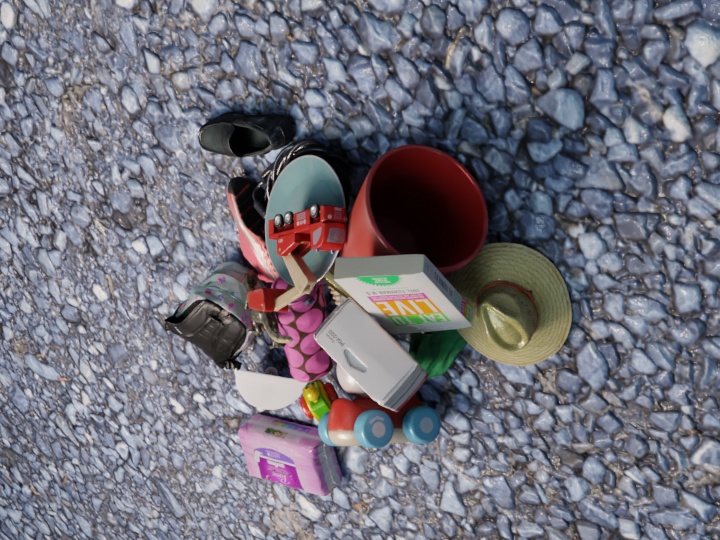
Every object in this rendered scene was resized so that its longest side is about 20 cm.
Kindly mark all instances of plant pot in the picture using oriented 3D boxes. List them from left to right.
[{"bbox_3d":[0.064,-0.055,1.567,0.201,0.200,0.177,47,147,2],"label":"plant pot"}]

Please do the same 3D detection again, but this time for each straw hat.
[{"bbox_3d":[0.212,0.068,1.554,0.197,0.085,0.205,7,115,14],"label":"straw hat"}]

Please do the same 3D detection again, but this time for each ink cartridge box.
[{"bbox_3d":[0.020,0.129,1.599,0.146,0.085,0.200,44,180,13],"label":"ink cartridge box"}]

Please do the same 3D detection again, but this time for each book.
[{"bbox_3d":[0.065,0.031,1.483,0.131,0.049,0.200,-3,156,26],"label":"book"}]

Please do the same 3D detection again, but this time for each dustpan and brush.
[{"bbox_3d":[-0.178,0.232,2.027,0.137,0.058,0.201,10,139,-8],"label":"dustpan and brush"}]

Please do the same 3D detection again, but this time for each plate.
[{"bbox_3d":[-0.080,-0.075,1.646,0.198,0.025,0.204,-6,82,48],"label":"plate"}]

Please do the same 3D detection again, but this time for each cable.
[{"bbox_3d":[-0.089,-0.115,1.709,0.199,0.050,0.165,-34,78,37],"label":"cable"}]

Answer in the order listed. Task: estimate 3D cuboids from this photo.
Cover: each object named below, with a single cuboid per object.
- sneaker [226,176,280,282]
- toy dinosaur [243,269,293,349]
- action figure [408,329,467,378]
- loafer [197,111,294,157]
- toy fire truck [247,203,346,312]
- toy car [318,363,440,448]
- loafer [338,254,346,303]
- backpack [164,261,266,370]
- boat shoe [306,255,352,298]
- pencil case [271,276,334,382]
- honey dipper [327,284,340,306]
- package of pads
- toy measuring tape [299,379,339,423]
[{"bbox_3d":[-0.187,-0.061,1.834,0.086,0.074,0.203,-12,111,44],"label":"sneaker"},{"bbox_3d":[-0.160,0.085,1.802,0.201,0.047,0.089,53,153,42],"label":"toy dinosaur"},{"bbox_3d":[0.114,0.128,1.719,0.116,0.056,0.201,2,147,-10],"label":"action figure"},{"bbox_3d":[-0.197,-0.218,1.737,0.198,0.070,0.069,2,119,38],"label":"loafer"},{"bbox_3d":[-0.094,-0.015,1.601,0.198,0.048,0.144,-10,79,49],"label":"toy fire truck"},{"bbox_3d":[0.025,0.192,1.805,0.184,0.174,0.204,165,103,-64],"label":"toy car"},{"bbox_3d":[0.000,0.000,1.739,0.071,0.063,0.203,17,124,23],"label":"loafer"},{"bbox_3d":[-0.251,0.075,1.932,0.165,0.128,0.200,30,149,-10],"label":"backpack"},{"bbox_3d":[0.004,0.021,1.673,0.199,0.064,0.073,34,175,13],"label":"boat shoe"},{"bbox_3d":[-0.093,0.099,1.845,0.091,0.092,0.202,-125,20,-44],"label":"pencil case"},{"bbox_3d":[-0.060,-0.032,1.782,0.038,0.038,0.203,-11,108,42],"label":"honey dipper"},{"bbox_3d":[-0.136,0.358,2.074,0.197,0.076,0.122,7,121,35],"label":"package of pads"},{"bbox_3d":[-0.063,0.247,1.929,0.073,0.074,0.201,20,160,26],"label":"toy measuring tape"}]
